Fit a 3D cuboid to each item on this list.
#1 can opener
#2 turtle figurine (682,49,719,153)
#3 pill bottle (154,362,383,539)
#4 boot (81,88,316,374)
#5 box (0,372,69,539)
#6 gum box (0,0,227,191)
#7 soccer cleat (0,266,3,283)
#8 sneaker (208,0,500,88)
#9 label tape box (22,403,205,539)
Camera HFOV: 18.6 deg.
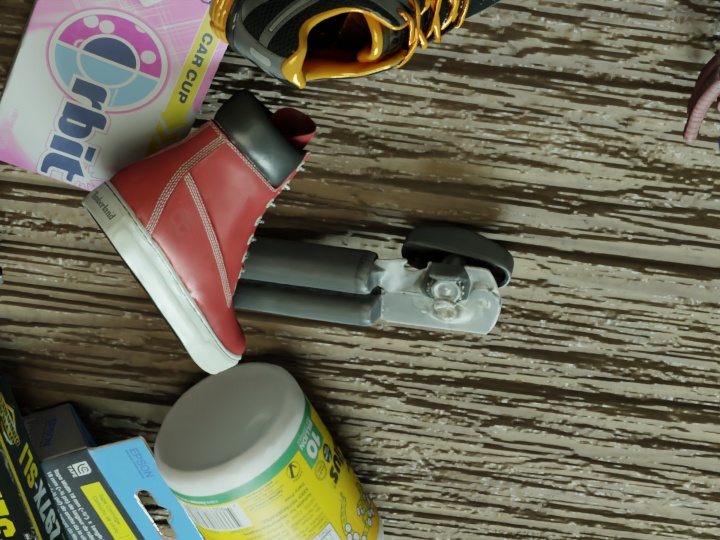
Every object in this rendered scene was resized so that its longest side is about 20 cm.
[{"bbox_3d":[0.000,0.000,1.436,0.198,0.067,0.054,8,131,14],"label":"can opener"},{"bbox_3d":[0.278,-0.118,1.263,0.143,0.200,0.195,-27,125,-18],"label":"turtle figurine"},{"bbox_3d":[-0.051,0.170,1.529,0.112,0.113,0.201,-19,125,17],"label":"pill bottle"},{"bbox_3d":[-0.074,-0.025,1.361,0.144,0.072,0.200,-37,148,-7],"label":"boot"},{"bbox_3d":[-0.290,0.173,1.511,0.158,0.049,0.201,-10,118,12],"label":"box"},{"bbox_3d":[-0.145,-0.135,1.319,0.113,0.066,0.201,20,127,-11],"label":"gum box"},{"bbox_3d":[-0.277,-0.060,1.386,0.084,0.069,0.201,-9,134,-8],"label":"soccer cleat"},{"bbox_3d":[0.016,-0.149,1.258,0.199,0.077,0.079,-20,136,-21],"label":"sneaker"},{"bbox_3d":[-0.209,0.173,1.572,0.199,0.064,0.145,-17,124,16],"label":"label tape box"}]
